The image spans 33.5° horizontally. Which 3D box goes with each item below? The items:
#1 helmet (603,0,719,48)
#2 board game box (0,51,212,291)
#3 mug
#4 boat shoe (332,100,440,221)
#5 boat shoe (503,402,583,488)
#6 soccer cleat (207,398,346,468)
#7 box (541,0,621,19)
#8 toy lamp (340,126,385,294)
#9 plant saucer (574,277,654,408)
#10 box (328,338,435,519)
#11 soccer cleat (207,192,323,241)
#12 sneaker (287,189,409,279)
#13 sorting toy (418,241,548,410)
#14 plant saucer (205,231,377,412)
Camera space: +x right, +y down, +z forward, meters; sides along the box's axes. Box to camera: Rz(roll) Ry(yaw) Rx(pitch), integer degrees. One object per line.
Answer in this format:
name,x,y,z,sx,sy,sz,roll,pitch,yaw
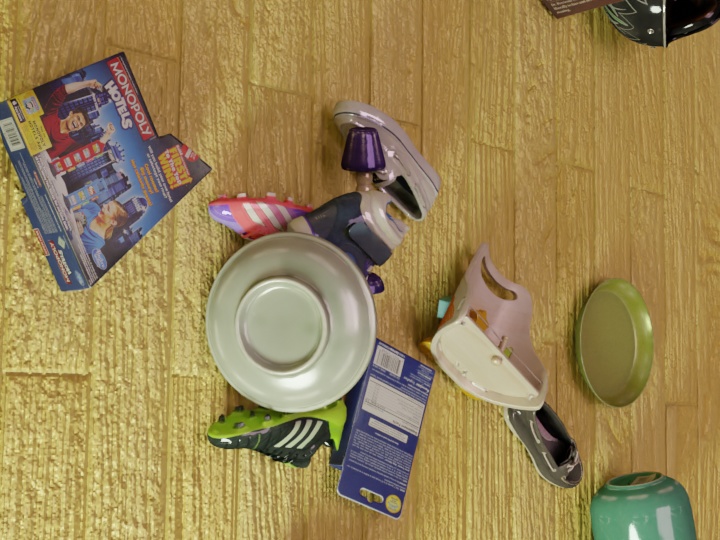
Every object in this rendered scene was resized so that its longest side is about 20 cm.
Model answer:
helmet,0.470,-0.453,1.882,0.189,0.200,0.202,-23,106,-1
board game box,-0.260,-0.112,1.248,0.199,0.061,0.202,-33,109,-41
mug,0.416,0.369,1.810,0.150,0.185,0.116,-11,92,-19
boat shoe,0.033,-0.137,1.520,0.200,0.073,0.066,39,57,-33
boat shoe,0.278,0.253,1.733,0.200,0.057,0.067,49,56,-29
soccer cleat,-0.092,0.193,1.384,0.198,0.067,0.082,-6,103,-44
box,0.322,-0.511,1.763,0.200,0.165,0.166,41,61,-34
toy lamp,0.003,-0.074,1.473,0.058,0.058,0.203,-11,108,-43
plant saucer,0.392,0.113,1.872,0.198,0.031,0.203,4,84,-44
box,0.025,0.200,1.513,0.121,0.032,0.202,31,65,-38
soccer cleat,-0.094,-0.047,1.401,0.199,0.066,0.078,6,87,-46
sneaker,0.000,0.000,1.411,0.145,0.081,0.202,-21,126,-14
sorting toy,0.176,0.064,1.631,0.200,0.106,0.181,46,51,-31
plant saucer,-0.082,0.059,1.316,0.050,0.197,0.203,-21,103,-78
